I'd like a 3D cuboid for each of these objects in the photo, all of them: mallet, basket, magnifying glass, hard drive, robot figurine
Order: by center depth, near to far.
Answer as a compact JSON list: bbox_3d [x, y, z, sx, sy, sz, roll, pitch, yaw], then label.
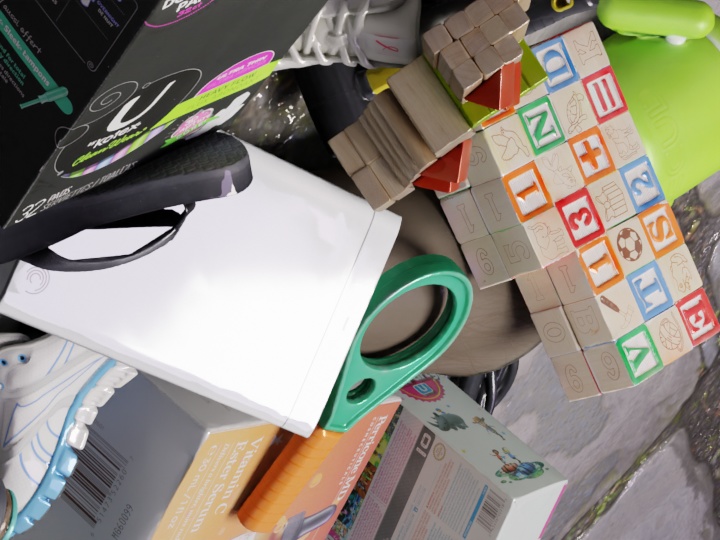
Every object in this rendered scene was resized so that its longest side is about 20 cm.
[{"bbox_3d":[-0.085,-0.006,1.279,0.200,0.027,0.132,25,87,-30],"label":"hard drive"},{"bbox_3d":[0.049,-0.110,1.325,0.041,0.200,0.066,-25,101,-51],"label":"mallet"},{"bbox_3d":[-0.006,0.072,1.382,0.080,0.022,0.200,13,122,-48],"label":"magnifying glass"},{"bbox_3d":[0.000,0.000,1.443,0.180,0.136,0.200,-18,170,42],"label":"basket"},{"bbox_3d":[0.191,-0.104,1.631,0.200,0.116,0.176,-32,143,-34],"label":"robot figurine"}]

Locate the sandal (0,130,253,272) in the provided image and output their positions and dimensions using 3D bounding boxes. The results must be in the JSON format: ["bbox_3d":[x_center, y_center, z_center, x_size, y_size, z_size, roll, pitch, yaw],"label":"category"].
[{"bbox_3d":[-0.139,-0.023,1.171,0.076,0.200,0.043,-62,134,-63],"label":"sandal"}]

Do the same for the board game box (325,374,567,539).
[{"bbox_3d":[0.021,0.136,1.569,0.064,0.200,0.148,-17,139,-48],"label":"board game box"}]

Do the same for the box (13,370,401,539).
[{"bbox_3d":[-0.096,0.115,1.466,0.200,0.106,0.152,-6,129,-55],"label":"box"}]

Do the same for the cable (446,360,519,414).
[{"bbox_3d":[0.064,0.075,1.744,0.163,0.051,0.200,-18,136,-55],"label":"cable"}]

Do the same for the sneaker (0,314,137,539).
[{"bbox_3d":[-0.184,0.060,1.322,0.087,0.075,0.200,20,112,-35],"label":"sneaker"}]

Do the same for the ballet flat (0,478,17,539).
[{"bbox_3d":[-0.263,0.175,1.329,0.073,0.073,0.200,-9,144,-54],"label":"ballet flat"}]

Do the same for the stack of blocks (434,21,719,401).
[{"bbox_3d":[0.118,-0.029,1.408,0.115,0.200,0.059,-28,-173,-39],"label":"stack of blocks"}]

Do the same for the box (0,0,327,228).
[{"bbox_3d":[-0.100,-0.136,1.053,0.149,0.124,0.200,-29,168,-38],"label":"box"}]

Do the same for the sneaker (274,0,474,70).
[{"bbox_3d":[-0.012,-0.137,1.256,0.200,0.099,0.078,-23,134,-13],"label":"sneaker"}]

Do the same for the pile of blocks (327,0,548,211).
[{"bbox_3d":[0.051,-0.082,1.250,0.082,0.062,0.200,-31,175,-27],"label":"pile of blocks"}]
